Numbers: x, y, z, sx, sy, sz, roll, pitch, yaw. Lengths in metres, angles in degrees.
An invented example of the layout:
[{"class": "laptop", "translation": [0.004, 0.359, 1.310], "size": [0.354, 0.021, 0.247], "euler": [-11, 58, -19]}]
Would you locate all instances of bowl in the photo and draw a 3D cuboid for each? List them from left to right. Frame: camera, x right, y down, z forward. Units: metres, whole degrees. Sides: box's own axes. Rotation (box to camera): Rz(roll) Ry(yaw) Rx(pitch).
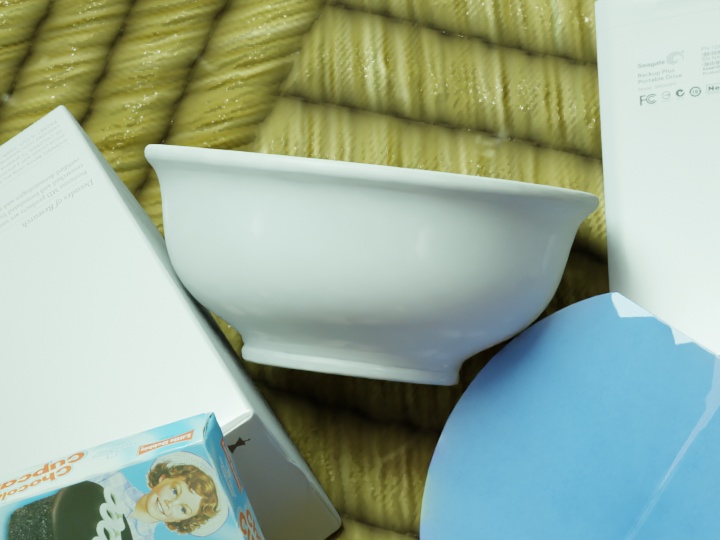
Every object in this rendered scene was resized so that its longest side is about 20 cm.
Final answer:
[{"class": "bowl", "translation": [0.000, 0.000, 1.299], "size": [0.201, 0.201, 0.091], "euler": [7, 91, 24]}]

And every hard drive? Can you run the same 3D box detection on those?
[{"class": "hard drive", "translation": [0.175, -0.046, 1.339], "size": [0.132, 0.027, 0.200], "euler": [-9, 58, 15]}]

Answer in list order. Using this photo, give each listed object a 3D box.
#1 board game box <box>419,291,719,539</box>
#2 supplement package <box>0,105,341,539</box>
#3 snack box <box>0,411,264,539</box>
[{"class": "board game box", "translation": [0.123, 0.111, 1.257], "size": [0.200, 0.039, 0.158], "euler": [33, 92, 27]}, {"class": "supplement package", "translation": [-0.119, 0.052, 1.333], "size": [0.120, 0.121, 0.200], "euler": [-34, 55, -1]}, {"class": "snack box", "translation": [-0.080, 0.167, 1.221], "size": [0.116, 0.200, 0.037], "euler": [-18, 16, 10]}]
